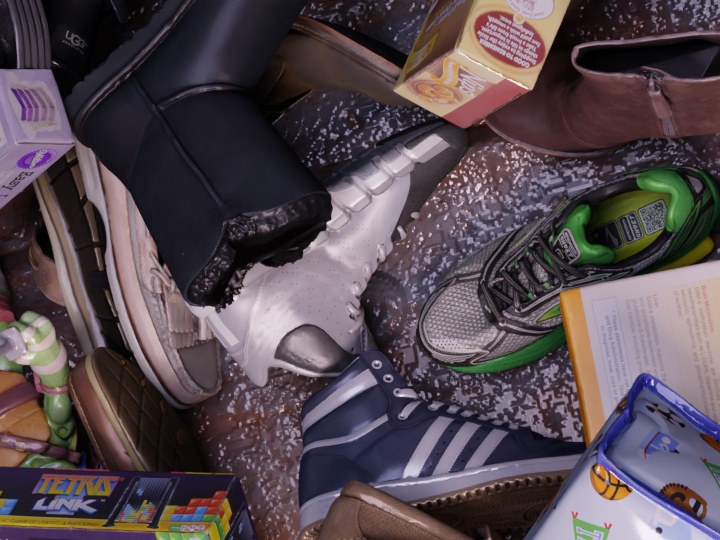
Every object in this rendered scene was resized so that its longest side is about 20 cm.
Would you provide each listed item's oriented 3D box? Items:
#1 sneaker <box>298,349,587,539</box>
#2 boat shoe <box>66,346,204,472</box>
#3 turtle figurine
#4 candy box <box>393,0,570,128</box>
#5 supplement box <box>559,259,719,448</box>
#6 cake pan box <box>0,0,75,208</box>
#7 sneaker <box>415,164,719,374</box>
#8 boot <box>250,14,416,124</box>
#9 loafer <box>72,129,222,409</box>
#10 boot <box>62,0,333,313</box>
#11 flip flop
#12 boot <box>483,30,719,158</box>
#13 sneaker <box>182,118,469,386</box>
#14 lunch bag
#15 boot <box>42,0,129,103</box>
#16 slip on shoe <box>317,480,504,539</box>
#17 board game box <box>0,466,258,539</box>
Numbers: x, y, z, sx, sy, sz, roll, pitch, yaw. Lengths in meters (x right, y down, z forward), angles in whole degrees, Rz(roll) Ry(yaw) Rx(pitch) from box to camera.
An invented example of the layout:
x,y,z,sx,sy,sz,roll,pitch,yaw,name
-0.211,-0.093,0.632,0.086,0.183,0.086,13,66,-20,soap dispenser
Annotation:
x,y,z,sx,sy,sz,roll,pitch,yaw,name
0.058,0.099,1.734,0.200,0.070,0.109,-10,58,5,sneaker
-0.128,0.143,1.775,0.068,0.072,0.200,-27,96,20,boat shoe
-0.251,0.066,1.803,0.194,0.200,0.144,56,137,41,turtle figurine
0.096,-0.190,1.711,0.055,0.115,0.200,27,74,-11,candy box
0.221,0.058,1.651,0.200,0.074,0.126,-10,78,3,supplement box
-0.265,-0.116,1.798,0.200,0.052,0.184,-37,66,41,cake pan box
0.115,-0.008,1.720,0.200,0.085,0.078,-33,72,14,sneaker
-0.046,-0.113,1.809,0.200,0.075,0.097,25,97,33,boot
-0.119,-0.016,1.800,0.063,0.072,0.200,-18,90,27,loafer
-0.061,-0.092,1.717,0.200,0.076,0.168,-42,63,6,boot
-0.176,0.001,1.842,0.058,0.081,0.200,-22,80,32,flip flop
0.144,-0.113,1.680,0.200,0.166,0.072,1,82,21,boot
0.000,0.000,1.782,0.200,0.075,0.116,-33,100,-4,sneaker
0.179,0.186,1.550,0.200,0.124,0.170,34,121,3,lunch bag
-0.204,-0.174,1.867,0.198,0.073,0.163,-2,58,52,boot
0.070,0.175,1.679,0.200,0.076,0.061,17,72,-12,slip on shoe
-0.131,0.208,1.734,0.165,0.057,0.200,2,127,22,board game box
